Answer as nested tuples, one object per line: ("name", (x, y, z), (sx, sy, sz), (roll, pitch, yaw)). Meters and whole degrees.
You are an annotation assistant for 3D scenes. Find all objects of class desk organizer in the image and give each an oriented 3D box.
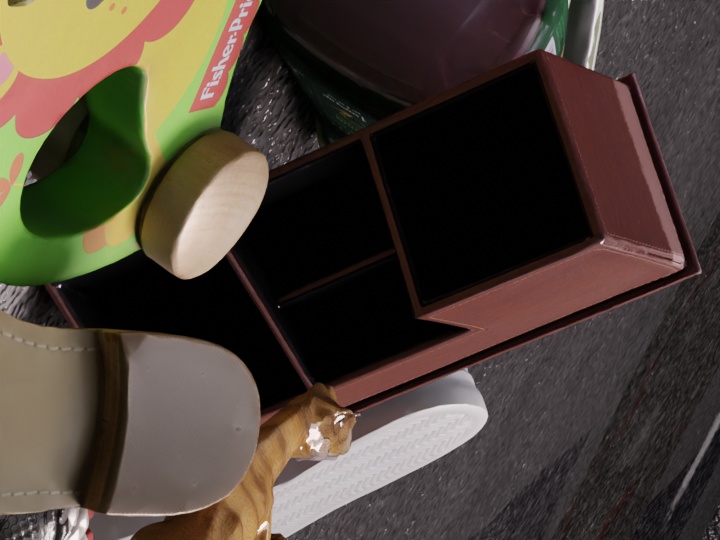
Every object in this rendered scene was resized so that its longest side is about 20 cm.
("desk organizer", (0.000, 0.000, 0.968), (0.199, 0.072, 0.077), (-23, 164, 23))

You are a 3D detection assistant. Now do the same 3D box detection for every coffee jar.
("coffee jar", (0.028, -0.071, 1.083), (0.085, 0.104, 0.200), (-56, 166, -10))

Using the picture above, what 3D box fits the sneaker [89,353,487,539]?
("sneaker", (-0.056, 0.041, 1.079), (0.199, 0.116, 0.074), (-26, 158, 19))

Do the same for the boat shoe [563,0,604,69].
("boat shoe", (0.079, -0.134, 1.177), (0.072, 0.062, 0.201), (-38, 146, -54))

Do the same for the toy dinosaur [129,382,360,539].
("toy dinosaur", (-0.053, 0.093, 0.882), (0.106, 0.060, 0.200), (-56, -176, 29))

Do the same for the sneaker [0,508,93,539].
("sneaker", (-0.147, 0.114, 0.919), (0.082, 0.078, 0.201), (-29, 146, -61))

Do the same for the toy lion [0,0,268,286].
("toy lion", (-0.074, -0.081, 0.825), (0.191, 0.069, 0.201), (-21, 140, -57))

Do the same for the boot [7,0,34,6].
("boot", (-0.129, -0.059, 0.653), (0.201, 0.072, 0.155), (-63, 167, 13))

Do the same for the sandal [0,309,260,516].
("sandal", (-0.127, 0.032, 0.832), (0.211, 0.069, 0.078), (14, 85, -45))
